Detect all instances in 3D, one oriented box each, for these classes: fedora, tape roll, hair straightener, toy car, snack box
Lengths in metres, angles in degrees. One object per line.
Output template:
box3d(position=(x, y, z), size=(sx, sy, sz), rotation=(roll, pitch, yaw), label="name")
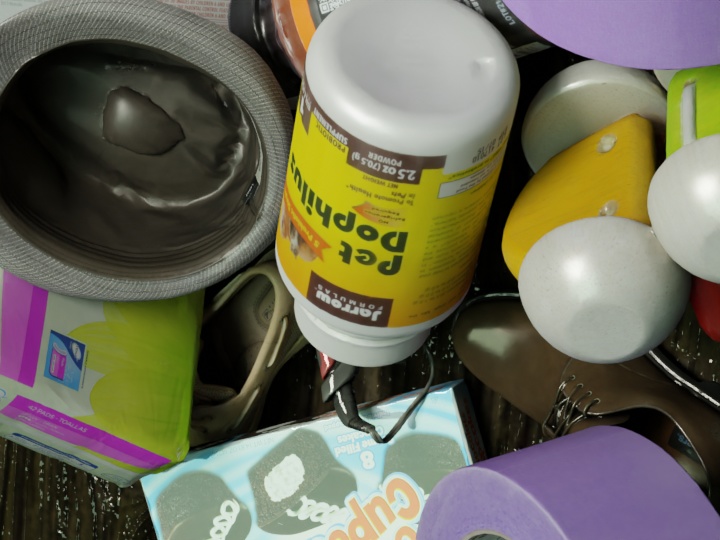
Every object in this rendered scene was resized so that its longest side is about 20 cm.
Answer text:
box3d(position=(-0.132, -0.076, 1.408), size=(0.199, 0.090, 0.178), rotation=(13, 113, -12), label="fedora")
box3d(position=(0.113, 0.185, 1.300), size=(0.200, 0.085, 0.201), rotation=(38, 135, 51), label="tape roll")
box3d(position=(0.000, 0.000, 1.456), size=(0.077, 0.041, 0.201), rotation=(-14, 73, 2), label="hair straightener")
box3d(position=(0.176, -0.034, 1.291), size=(0.150, 0.175, 0.200), rotation=(37, 127, -27), label="toy car")
box3d(position=(-0.020, 0.143, 1.494), size=(0.199, 0.037, 0.117), rotation=(-15, 93, 17), label="snack box")
box3d(position=(0.151, -0.193, 1.244), size=(0.200, 0.200, 0.066), rotation=(24, 153, 27), label="tape roll")

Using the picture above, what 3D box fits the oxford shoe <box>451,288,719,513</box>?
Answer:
box3d(position=(0.124, 0.068, 1.388), size=(0.200, 0.084, 0.073), rotation=(27, 116, 27), label="oxford shoe")

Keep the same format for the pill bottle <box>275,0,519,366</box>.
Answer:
box3d(position=(0.014, -0.041, 1.345), size=(0.109, 0.109, 0.200), rotation=(37, 143, 21), label="pill bottle")

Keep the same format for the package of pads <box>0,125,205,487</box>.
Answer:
box3d(position=(-0.160, 0.010, 1.474), size=(0.068, 0.154, 0.201), rotation=(-28, 48, 41), label="package of pads")

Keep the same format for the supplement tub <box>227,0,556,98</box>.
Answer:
box3d(position=(0.026, -0.151, 1.387), size=(0.199, 0.107, 0.107), rotation=(-14, 92, 34), label="supplement tub")

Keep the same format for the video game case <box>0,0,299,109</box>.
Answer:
box3d(position=(-0.118, -0.186, 1.444), size=(0.023, 0.199, 0.183), rotation=(-128, 43, -66), label="video game case")

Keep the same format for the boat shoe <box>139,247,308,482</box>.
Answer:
box3d(position=(-0.089, 0.061, 1.536), size=(0.071, 0.064, 0.200), rotation=(44, 120, 17), label="boat shoe")
